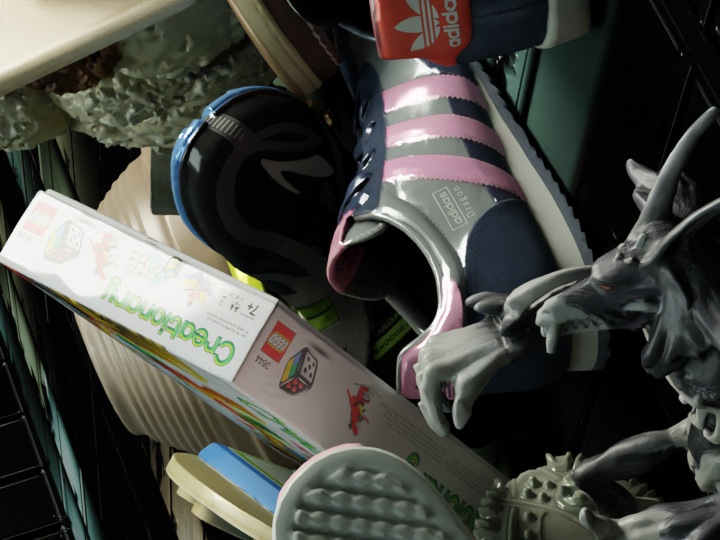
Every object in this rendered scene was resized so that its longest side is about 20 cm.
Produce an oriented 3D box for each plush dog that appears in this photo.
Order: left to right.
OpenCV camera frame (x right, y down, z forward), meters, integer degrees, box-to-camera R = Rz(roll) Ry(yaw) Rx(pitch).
[{"bbox_3d":[-0.084,-0.121,1.036,0.160,0.200,0.172,37,170,7],"label":"plush dog"}]

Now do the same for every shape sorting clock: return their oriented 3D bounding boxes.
[{"bbox_3d":[0.014,0.122,0.905,0.039,0.200,0.200,-66,19,1],"label":"shape sorting clock"}]

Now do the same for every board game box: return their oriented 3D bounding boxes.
[{"bbox_3d":[-0.029,0.044,0.867,0.126,0.035,0.200,24,170,40],"label":"board game box"}]

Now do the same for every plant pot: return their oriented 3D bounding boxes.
[{"bbox_3d":[-0.100,0.026,1.272,0.201,0.093,0.201,-21,-90,-90],"label":"plant pot"}]

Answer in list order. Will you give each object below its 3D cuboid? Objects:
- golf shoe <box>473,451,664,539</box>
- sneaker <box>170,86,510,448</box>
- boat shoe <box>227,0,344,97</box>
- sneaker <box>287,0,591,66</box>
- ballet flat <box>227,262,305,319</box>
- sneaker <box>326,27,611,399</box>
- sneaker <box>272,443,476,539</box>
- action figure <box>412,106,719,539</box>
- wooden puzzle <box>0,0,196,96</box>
[{"bbox_3d":[0.097,0.154,0.800,0.097,0.078,0.200,79,167,-47],"label":"golf shoe"},{"bbox_3d":[0.000,0.001,0.926,0.083,0.071,0.200,26,161,53],"label":"sneaker"},{"bbox_3d":[-0.033,-0.164,0.919,0.072,0.072,0.200,48,-158,-61],"label":"boat shoe"},{"bbox_3d":[0.003,-0.124,0.802,0.200,0.084,0.075,-131,28,-60],"label":"sneaker"},{"bbox_3d":[-0.023,0.019,1.127,0.200,0.067,0.067,67,151,27],"label":"ballet flat"},{"bbox_3d":[0.017,-0.031,0.862,0.200,0.082,0.070,-120,19,-44],"label":"sneaker"},{"bbox_3d":[0.037,0.147,0.742,0.200,0.075,0.105,59,173,6],"label":"sneaker"},{"bbox_3d":[0.080,0.051,0.682,0.119,0.102,0.200,-120,16,-48],"label":"action figure"},{"bbox_3d":[-0.171,-0.153,0.967,0.046,0.200,0.185,40,-152,-57],"label":"wooden puzzle"}]
